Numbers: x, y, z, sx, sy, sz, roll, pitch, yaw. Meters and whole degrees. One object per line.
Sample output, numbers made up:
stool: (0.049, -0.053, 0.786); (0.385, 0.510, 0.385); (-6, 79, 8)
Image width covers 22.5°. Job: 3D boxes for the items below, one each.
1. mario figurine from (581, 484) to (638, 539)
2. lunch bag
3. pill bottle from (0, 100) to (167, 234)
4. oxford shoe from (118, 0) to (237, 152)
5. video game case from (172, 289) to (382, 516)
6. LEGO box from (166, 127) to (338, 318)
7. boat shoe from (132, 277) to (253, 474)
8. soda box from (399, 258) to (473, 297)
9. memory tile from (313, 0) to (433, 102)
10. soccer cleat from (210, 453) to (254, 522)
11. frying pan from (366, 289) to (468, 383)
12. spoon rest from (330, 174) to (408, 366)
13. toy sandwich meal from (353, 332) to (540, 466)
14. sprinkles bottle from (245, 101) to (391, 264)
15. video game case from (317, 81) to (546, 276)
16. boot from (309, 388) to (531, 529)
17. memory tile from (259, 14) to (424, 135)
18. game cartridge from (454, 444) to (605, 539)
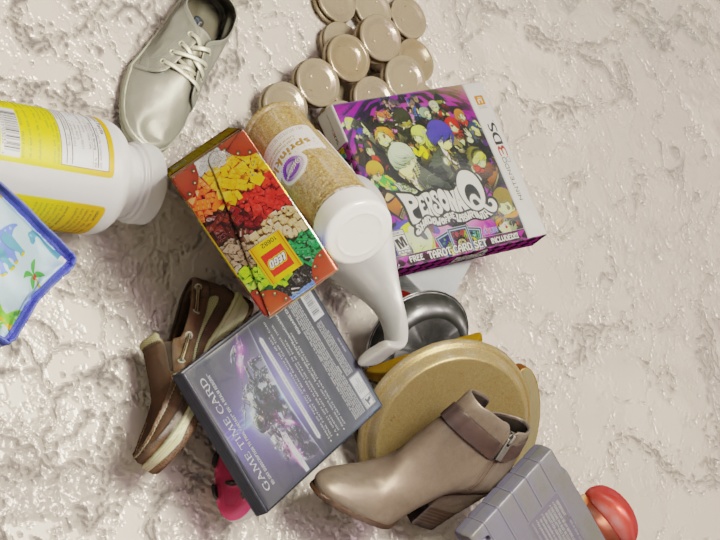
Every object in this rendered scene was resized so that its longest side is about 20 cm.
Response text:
mario figurine: (0.203, 0.297, 1.850); (0.200, 0.106, 0.124); (-38, 135, -32)
lunch bag: (-0.352, -0.027, 1.422); (0.200, 0.170, 0.128); (45, 51, -18)
pill bottle: (-0.270, -0.087, 1.563); (0.200, 0.104, 0.104); (8, 68, -38)
oxford shoe: (-0.172, -0.196, 1.723); (0.075, 0.058, 0.200); (40, 53, -25)
video game case: (-0.070, 0.109, 1.619); (0.200, 0.019, 0.143); (-38, 100, -49)
LEGO box: (-0.101, -0.047, 1.626); (0.077, 0.200, 0.149); (-35, 99, -3)
boat shoe: (-0.167, 0.089, 1.612); (0.075, 0.075, 0.202); (33, 46, -11)
soda box: (0.081, -0.036, 1.869); (0.068, 0.063, 0.200); (44, 50, -17)
memory tile: (0.013, -0.253, 1.930); (0.153, 0.017, 0.200); (5, 70, -38)
soccer cleat: (-0.079, 0.140, 1.659); (0.086, 0.070, 0.200); (30, 58, -41)
frying pan: (0.072, 0.102, 1.810); (0.115, 0.031, 0.190); (-31, 126, -11)
spoon rest: (0.000, 0.000, 1.735); (0.061, 0.099, 0.200); (17, 48, -50)
toy sandwich meal: (0.082, 0.144, 1.774); (0.205, 0.070, 0.205); (-8, 112, -21)
sprinkles bottle: (-0.042, -0.084, 1.686); (0.068, 0.068, 0.200); (15, 23, -36)
video game case: (0.074, -0.094, 1.824); (0.200, 0.036, 0.182); (-12, 73, -35)
boot: (0.063, 0.170, 1.680); (0.200, 0.146, 0.070); (19, 27, -48)
memory tile: (-0.005, -0.160, 1.848); (0.200, 0.017, 0.153); (-39, 102, -33)
game cartridge: (0.178, 0.279, 1.740); (0.130, 0.038, 0.200); (-45, 121, -28)
